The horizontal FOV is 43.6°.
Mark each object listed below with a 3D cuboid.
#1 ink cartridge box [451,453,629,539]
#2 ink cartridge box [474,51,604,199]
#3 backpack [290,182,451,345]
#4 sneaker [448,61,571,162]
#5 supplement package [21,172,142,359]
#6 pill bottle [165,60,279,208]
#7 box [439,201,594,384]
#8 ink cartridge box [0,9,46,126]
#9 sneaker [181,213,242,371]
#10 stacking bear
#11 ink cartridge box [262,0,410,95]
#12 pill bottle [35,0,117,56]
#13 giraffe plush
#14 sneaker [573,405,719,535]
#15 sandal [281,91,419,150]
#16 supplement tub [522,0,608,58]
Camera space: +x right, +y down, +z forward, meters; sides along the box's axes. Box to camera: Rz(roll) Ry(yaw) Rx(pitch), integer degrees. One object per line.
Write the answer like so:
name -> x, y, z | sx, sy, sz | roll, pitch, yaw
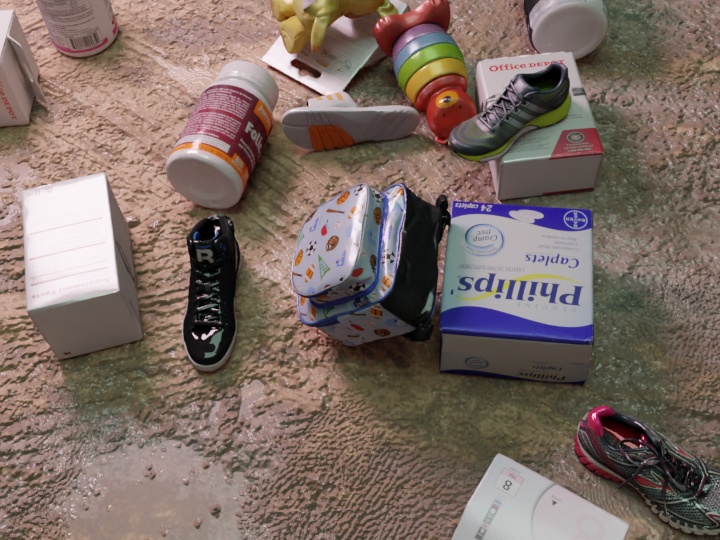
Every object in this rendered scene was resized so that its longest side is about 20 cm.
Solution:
ink cartridge box -> 0.170, 0.318, 0.956 | 0.162, 0.057, 0.200 | 26, 56, 20
ink cartridge box -> 0.251, -0.211, 1.297 | 0.143, 0.085, 0.201 | -6, 56, -1
backpack -> 0.000, 0.000, 1.098 | 0.153, 0.190, 0.201 | 30, 53, -23
sneaker -> 0.199, -0.218, 1.205 | 0.199, 0.081, 0.074 | -33, 59, -15
supplement package -> -0.362, -0.007, 1.173 | 0.116, 0.117, 0.201 | -13, 56, -6
pill bottle -> -0.192, -0.199, 1.299 | 0.113, 0.115, 0.201 | 11, 57, 11
box -> 0.195, 0.025, 1.123 | 0.182, 0.105, 0.201 | 4, 56, 7
ink cartridge box -> -0.595, -0.308, 1.392 | 0.198, 0.129, 0.126 | -4, 54, 0
sneaker -> -0.198, 0.017, 1.148 | 0.072, 0.112, 0.201 | -2, 55, 3
stacking bear -> 0.113, -0.284, 1.344 | 0.120, 0.114, 0.201 | -21, 67, 1
ink cartridge box -> -0.037, -0.375, 1.458 | 0.162, 0.057, 0.201 | 32, 83, 23
pill bottle -> -0.468, -0.455, 1.442 | 0.112, 0.201, 0.114 | -1, 54, 2
giraffe plush -> -0.036, -0.426, 1.369 | 0.161, 0.174, 0.200 | -19, 27, -21
sneaker -> 0.331, 0.221, 0.996 | 0.199, 0.075, 0.081 | 25, 60, 19
sandal -> -0.017, -0.228, 1.337 | 0.204, 0.080, 0.060 | -4, 53, -10
supplement tub -> 0.315, -0.440, 1.422 | 0.121, 0.123, 0.202 | -3, 56, 2
